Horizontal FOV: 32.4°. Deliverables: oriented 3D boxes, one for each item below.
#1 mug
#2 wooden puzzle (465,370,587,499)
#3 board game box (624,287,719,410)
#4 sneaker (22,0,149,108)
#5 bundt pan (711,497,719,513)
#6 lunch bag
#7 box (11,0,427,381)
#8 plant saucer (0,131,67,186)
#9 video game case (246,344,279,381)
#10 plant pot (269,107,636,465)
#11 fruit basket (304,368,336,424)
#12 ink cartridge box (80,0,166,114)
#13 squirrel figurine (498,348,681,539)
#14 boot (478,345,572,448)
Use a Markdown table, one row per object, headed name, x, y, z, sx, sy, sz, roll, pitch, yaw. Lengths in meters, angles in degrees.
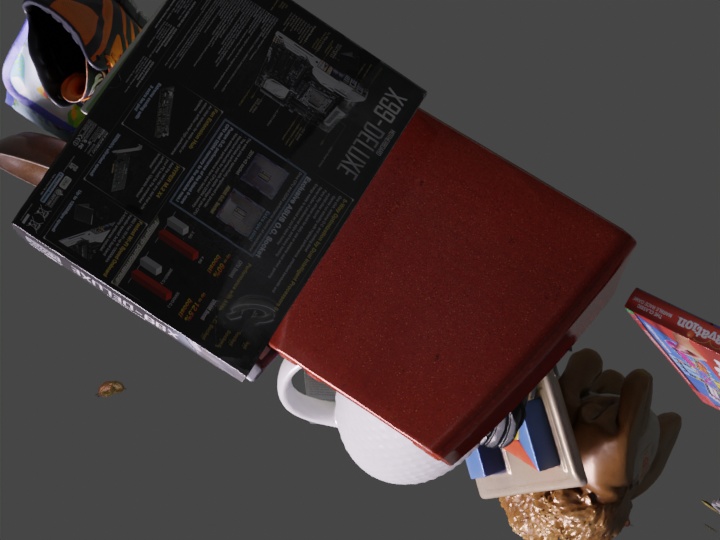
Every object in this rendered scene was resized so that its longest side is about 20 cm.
| name | x | y | z | sx | sy | sz | roll | pitch | yaw |
| --- | --- | --- | --- | --- | --- | --- | --- | --- | --- |
| mug | 0.025 | 0.106 | 1.104 | 0.198 | 0.149 | 0.176 | 9 | 143 | -10 |
| wooden puzzle | 0.126 | 0.122 | 1.168 | 0.200 | 0.046 | 0.187 | -30 | 75 | 65 |
| board game box | 0.269 | 0.078 | 0.900 | 0.103 | 0.020 | 0.200 | 28 | 172 | 39 |
| sneaker | -0.179 | -0.141 | 0.937 | 0.200 | 0.077 | 0.112 | 42 | -147 | -18 |
| bundt pan | 0.409 | 0.224 | 1.063 | 0.201 | 0.076 | 0.202 | 34 | 175 | 3 |
| lunch bag | -0.213 | -0.164 | 1.082 | 0.169 | 0.128 | 0.200 | 32 | 161 | -11 |
| box | -0.078 | -0.062 | 0.719 | 0.157 | 0.201 | 0.050 | 32 | 169 | -2 |
| plant saucer | -0.230 | -0.076 | 1.085 | 0.199 | 0.032 | 0.200 | 21 | 172 | 3 |
| video game case | -0.092 | -0.009 | 0.920 | 0.143 | 0.019 | 0.200 | 39 | -153 | 1 |
| plant pot | 0.048 | 0.021 | 0.842 | 0.199 | 0.177 | 0.200 | 32 | 175 | 12 |
| fruit basket | 0.024 | 0.084 | 1.325 | 0.183 | 0.202 | 0.094 | 4 | 148 | -16 |
| ink cartridge box | -0.098 | -0.091 | 0.921 | 0.199 | 0.146 | 0.048 | 33 | 137 | -9 |
| squirrel figurine | 0.194 | 0.173 | 1.234 | 0.186 | 0.201 | 0.141 | 19 | 172 | 34 |
| boot | 0.070 | 0.047 | 0.997 | 0.197 | 0.163 | 0.074 | 23 | 131 | 10 |
